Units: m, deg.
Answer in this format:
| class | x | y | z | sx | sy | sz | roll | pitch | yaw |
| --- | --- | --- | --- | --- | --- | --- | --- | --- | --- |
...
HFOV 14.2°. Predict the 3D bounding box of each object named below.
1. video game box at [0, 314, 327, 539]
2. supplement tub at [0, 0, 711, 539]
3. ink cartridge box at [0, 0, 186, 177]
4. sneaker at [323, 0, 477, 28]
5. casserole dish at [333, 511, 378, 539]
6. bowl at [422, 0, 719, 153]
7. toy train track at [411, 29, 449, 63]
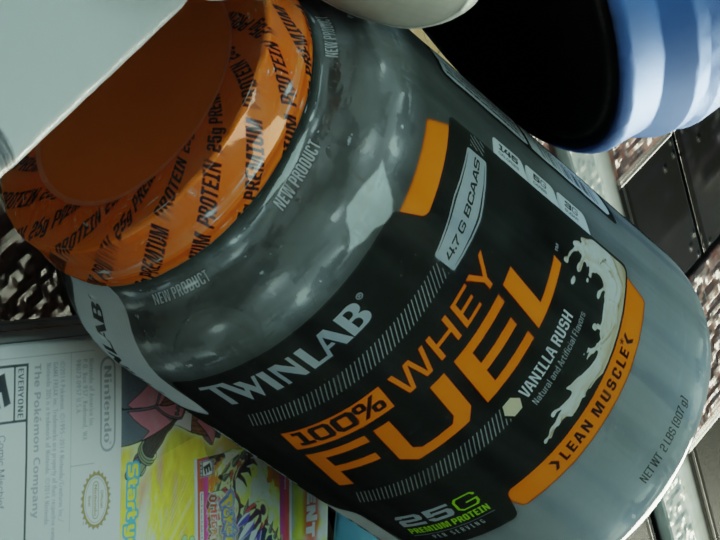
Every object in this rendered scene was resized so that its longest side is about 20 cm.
| class | x | y | z | sx | sy | sz | roll | pitch | yaw |
| --- | --- | --- | --- | --- | --- | --- | --- | --- | --- |
| video game box | -0.080 | 0.111 | 0.855 | 0.182 | 0.047 | 0.200 | -3 | 97 | -51 |
| supplement tub | 0.000 | 0.000 | 0.818 | 0.200 | 0.122 | 0.123 | 36 | 66 | -39 |
| ink cartridge box | -0.156 | -0.046 | 0.649 | 0.200 | 0.146 | 0.084 | -48 | 131 | -39 |
| sneaker | -0.017 | -0.095 | 0.671 | 0.200 | 0.076 | 0.081 | 47 | 45 | -64 |
| casserole dish | 0.023 | 0.113 | 0.964 | 0.121 | 0.039 | 0.200 | 22 | 73 | -71 |
| bowl | 0.032 | -0.121 | 0.796 | 0.039 | 0.201 | 0.201 | -32 | 124 | -13 |
| toy train track | 0.025 | -0.031 | 0.991 | 0.115 | 0.032 | 0.200 | -60 | 143 | -41 |
